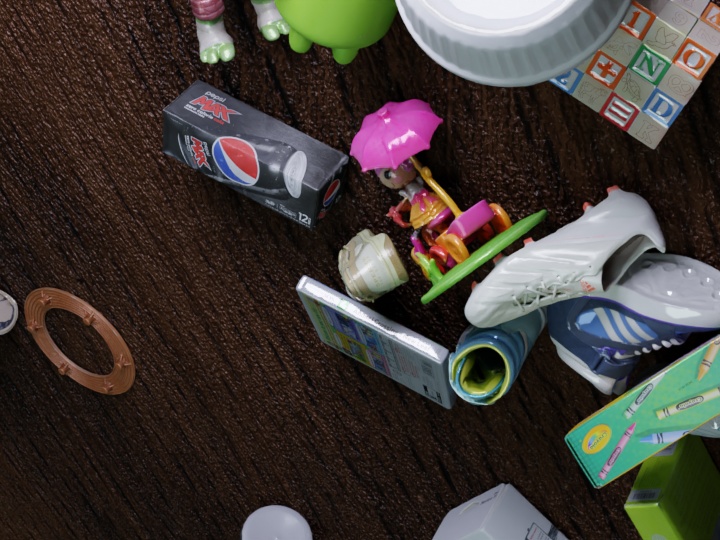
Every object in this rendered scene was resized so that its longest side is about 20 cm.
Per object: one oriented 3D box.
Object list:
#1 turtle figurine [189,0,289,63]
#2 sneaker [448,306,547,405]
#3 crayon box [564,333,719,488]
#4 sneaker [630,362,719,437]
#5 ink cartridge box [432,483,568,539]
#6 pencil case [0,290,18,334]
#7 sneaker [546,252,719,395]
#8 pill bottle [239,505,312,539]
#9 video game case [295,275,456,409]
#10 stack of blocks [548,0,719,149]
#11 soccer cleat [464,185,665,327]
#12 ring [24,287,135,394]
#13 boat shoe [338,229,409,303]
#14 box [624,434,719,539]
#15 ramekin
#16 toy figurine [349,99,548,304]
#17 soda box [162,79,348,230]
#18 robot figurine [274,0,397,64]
[{"bbox_3d":[-0.120,-0.286,1.219,0.199,0.144,0.195,15,140,32],"label":"turtle figurine"},{"bbox_3d":[0.126,0.108,1.410,0.079,0.131,0.200,30,141,10],"label":"sneaker"},{"bbox_3d":[0.291,0.118,1.218,0.200,0.119,0.058,-35,80,14],"label":"crayon box"},{"bbox_3d":[0.371,0.129,1.296,0.199,0.071,0.080,0,151,33],"label":"sneaker"},{"bbox_3d":[0.197,0.376,1.648,0.200,0.083,0.147,44,141,-4],"label":"ink cartridge box"},{"bbox_3d":[-0.587,0.089,1.998,0.078,0.090,0.200,47,140,-9],"label":"pencil case"},{"bbox_3d":[0.274,0.061,1.282,0.199,0.081,0.147,12,131,33],"label":"sneaker"},{"bbox_3d":[-0.137,0.440,1.961,0.106,0.106,0.200,30,140,11],"label":"pill bottle"},{"bbox_3d":[0.022,0.083,1.492,0.181,0.022,0.200,27,166,15],"label":"video game case"},{"bbox_3d":[0.197,-0.207,1.106,0.200,0.059,0.115,34,141,8],"label":"stack of blocks"},{"bbox_3d":[0.187,0.001,1.227,0.069,0.200,0.078,40,-161,-58],"label":"soccer cleat"},{"bbox_3d":[-0.414,0.108,1.933,0.200,0.019,0.201,23,139,21],"label":"ring"},{"bbox_3d":[0.001,0.002,1.398,0.073,0.063,0.201,63,172,-6],"label":"boat shoe"},{"bbox_3d":[0.355,0.276,1.394,0.047,0.122,0.200,-13,119,40],"label":"box"},{"bbox_3d":[0.113,-0.247,1.017,0.201,0.094,0.204,0,88,15],"label":"ramekin"},{"bbox_3d":[0.065,-0.080,1.312,0.184,0.150,0.200,54,166,3],"label":"toy figurine"},{"bbox_3d":[-0.115,-0.125,1.425,0.199,0.071,0.064,27,139,15],"label":"soda box"},{"bbox_3d":[-0.009,-0.276,1.158,0.174,0.116,0.200,14,140,-12],"label":"robot figurine"}]
